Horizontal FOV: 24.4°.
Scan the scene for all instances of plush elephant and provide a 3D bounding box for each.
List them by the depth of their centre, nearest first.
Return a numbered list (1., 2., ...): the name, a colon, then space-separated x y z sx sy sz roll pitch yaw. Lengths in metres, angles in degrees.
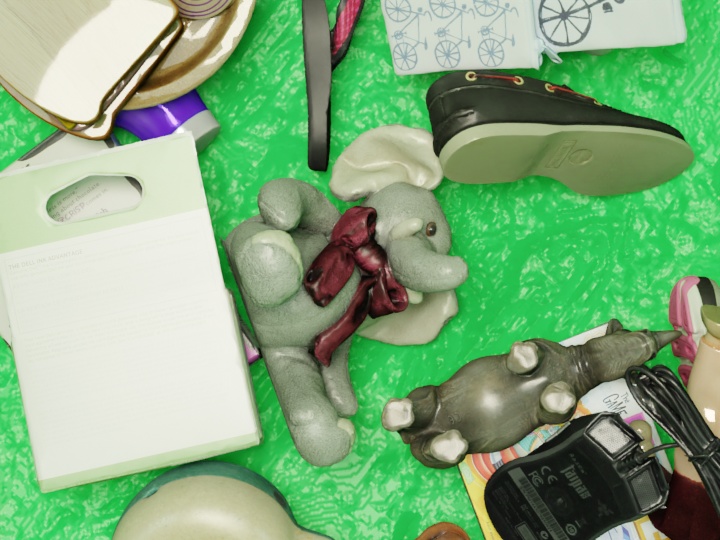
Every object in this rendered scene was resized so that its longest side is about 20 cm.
1. plush elephant: 0.000 0.000 1.057 0.153 0.200 0.166 -19 115 -6

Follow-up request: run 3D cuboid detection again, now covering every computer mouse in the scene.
1. computer mouse: 0.171 0.144 1.025 0.141 0.200 0.046 50 46 6

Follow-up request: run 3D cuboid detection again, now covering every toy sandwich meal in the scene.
1. toy sandwich meal: -0.160 -0.189 1.040 0.202 0.070 0.208 0 97 2

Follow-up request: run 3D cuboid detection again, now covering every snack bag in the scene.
1. snack bag: 0.096 -0.211 1.007 0.197 0.021 0.191 0 118 21

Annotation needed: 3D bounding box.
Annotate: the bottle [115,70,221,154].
1. bottle: -0.173 -0.158 1.120 0.083 0.065 0.201 -38 86 -10

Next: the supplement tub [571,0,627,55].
1. supplement tub: 0.109 -0.247 1.082 0.198 0.145 0.146 29 87 3

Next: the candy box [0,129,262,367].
1. candy box: -0.174 0.014 1.111 0.136 0.061 0.201 -35 87 -1

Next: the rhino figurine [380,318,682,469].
1. rhino figurine: 0.111 0.073 1.054 0.198 0.087 0.060 -22 80 0

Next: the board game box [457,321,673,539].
1. board game box: 0.143 0.152 1.109 0.133 0.034 0.202 -21 86 -1

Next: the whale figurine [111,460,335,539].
1. whale figurine: -0.077 0.212 1.089 0.158 0.104 0.201 -33 109 12

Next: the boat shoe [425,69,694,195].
1. boat shoe: 0.133 -0.092 1.083 0.199 0.074 0.064 3 56 -29

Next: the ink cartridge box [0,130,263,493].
1. ink cartridge box: -0.151 0.027 1.055 0.144 0.048 0.203 -12 86 0

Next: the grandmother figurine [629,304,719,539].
1. grandmother figurine: 0.223 0.132 1.042 0.120 0.060 0.202 26 109 33

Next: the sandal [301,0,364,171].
1. sandal: -0.016 -0.168 1.117 0.044 0.075 0.203 -1 94 4

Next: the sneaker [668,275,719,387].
1. sneaker: 0.271 0.087 1.094 0.087 0.074 0.202 -26 91 -1

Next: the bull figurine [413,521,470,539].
1. bull figurine: 0.058 0.265 1.063 0.120 0.065 0.202 -24 95 -25
